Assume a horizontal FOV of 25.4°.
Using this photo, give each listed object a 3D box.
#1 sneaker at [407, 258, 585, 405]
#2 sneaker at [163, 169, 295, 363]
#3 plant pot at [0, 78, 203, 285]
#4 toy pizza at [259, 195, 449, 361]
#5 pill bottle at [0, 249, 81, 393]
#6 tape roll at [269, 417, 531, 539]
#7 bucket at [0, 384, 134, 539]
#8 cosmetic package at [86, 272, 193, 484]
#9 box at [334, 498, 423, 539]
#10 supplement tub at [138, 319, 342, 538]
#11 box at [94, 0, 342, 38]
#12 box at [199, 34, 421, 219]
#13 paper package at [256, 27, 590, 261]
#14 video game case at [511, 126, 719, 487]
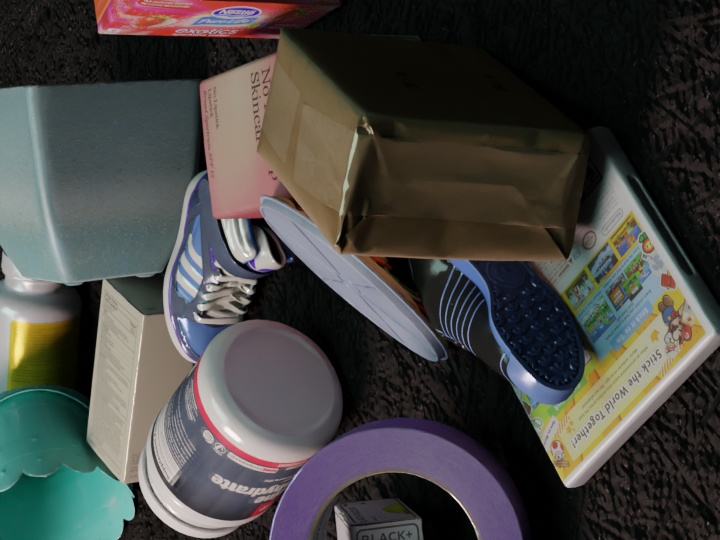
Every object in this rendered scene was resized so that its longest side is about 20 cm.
[{"bbox_3d":[0.097,0.035,1.192,0.200,0.070,0.078,60,146,37],"label":"sneaker"},{"bbox_3d":[-0.122,0.005,1.525,0.146,0.080,0.202,20,106,57],"label":"sneaker"},{"bbox_3d":[-0.283,-0.091,1.647,0.196,0.195,0.202,5,99,55],"label":"plant pot"},{"bbox_3d":[0.000,0.000,1.296,0.032,0.200,0.200,-49,40,-8],"label":"toy pizza"},{"bbox_3d":[-0.388,0.074,1.894,0.112,0.111,0.201,30,119,49],"label":"pill bottle"},{"bbox_3d":[0.032,0.218,1.241,0.199,0.066,0.202,0,92,11],"label":"tape roll"},{"bbox_3d":[-0.369,0.236,1.819,0.208,0.206,0.135,-63,40,38],"label":"bucket"},{"bbox_3d":[-0.234,0.114,1.711,0.103,0.073,0.201,37,124,47],"label":"cosmetic package"},{"bbox_3d":[0.021,0.300,1.341,0.117,0.060,0.202,173,92,-82],"label":"box"},{"bbox_3d":[-0.115,0.151,1.484,0.200,0.140,0.141,-51,54,46],"label":"supplement tub"},{"bbox_3d":[-0.127,-0.262,1.391,0.099,0.199,0.096,-19,78,54],"label":"box"},{"bbox_3d":[-0.041,-0.119,1.366,0.200,0.108,0.129,-10,86,56],"label":"box"},{"bbox_3d":[0.042,-0.091,1.158,0.200,0.189,0.104,-130,48,-57],"label":"paper package"},{"bbox_3d":[0.165,0.029,1.165,0.200,0.023,0.183,-55,51,42],"label":"video game case"}]
